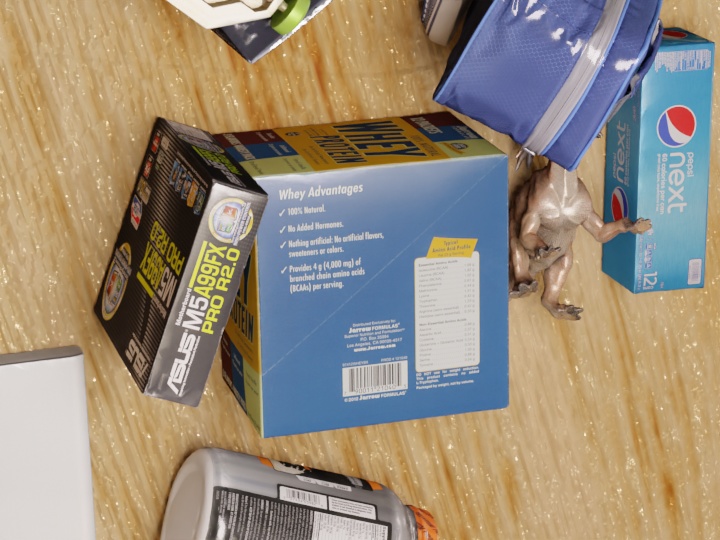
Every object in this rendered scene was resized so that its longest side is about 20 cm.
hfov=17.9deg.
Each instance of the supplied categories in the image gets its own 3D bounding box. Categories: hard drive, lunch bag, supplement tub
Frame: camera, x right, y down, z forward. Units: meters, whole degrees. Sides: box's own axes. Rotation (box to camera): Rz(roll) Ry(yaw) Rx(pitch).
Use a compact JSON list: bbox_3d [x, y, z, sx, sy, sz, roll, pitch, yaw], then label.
[{"bbox_3d":[-0.272,0.163,1.756,0.131,0.027,0.201,-7,108,-15],"label":"hard drive"},{"bbox_3d":[0.150,-0.174,1.658,0.132,0.200,0.136,29,127,-4],"label":"lunch bag"},{"bbox_3d":[-0.047,0.215,1.789,0.199,0.123,0.123,15,101,-21],"label":"supplement tub"}]

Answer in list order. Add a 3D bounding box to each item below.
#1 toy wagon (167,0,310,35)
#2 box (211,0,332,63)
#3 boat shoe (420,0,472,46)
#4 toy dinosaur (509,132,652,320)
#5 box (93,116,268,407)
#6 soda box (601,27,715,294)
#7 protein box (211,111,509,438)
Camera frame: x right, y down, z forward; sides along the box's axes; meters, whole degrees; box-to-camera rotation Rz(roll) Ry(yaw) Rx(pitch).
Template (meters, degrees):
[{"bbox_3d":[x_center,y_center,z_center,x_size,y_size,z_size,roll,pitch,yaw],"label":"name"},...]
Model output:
[{"bbox_3d":[-0.068,-0.259,1.524,0.155,0.040,0.200,35,94,-24],"label":"toy wagon"},{"bbox_3d":[-0.113,-0.262,1.609,0.104,0.148,0.200,-40,113,-2],"label":"box"},{"bbox_3d":[0.058,-0.274,1.711,0.092,0.075,0.201,21,111,6],"label":"boat shoe"},{"bbox_3d":[0.143,-0.048,1.786,0.085,0.136,0.200,4,136,-28],"label":"toy dinosaur"},{"bbox_3d":[-0.133,-0.010,1.652,0.044,0.200,0.161,16,102,-20],"label":"box"},{"bbox_3d":[0.235,-0.088,1.813,0.064,0.068,0.201,-4,107,-17],"label":"soda box"},{"bbox_3d":[0.000,0.000,1.731,0.198,0.135,0.201,-6,108,-15],"label":"protein box"}]
